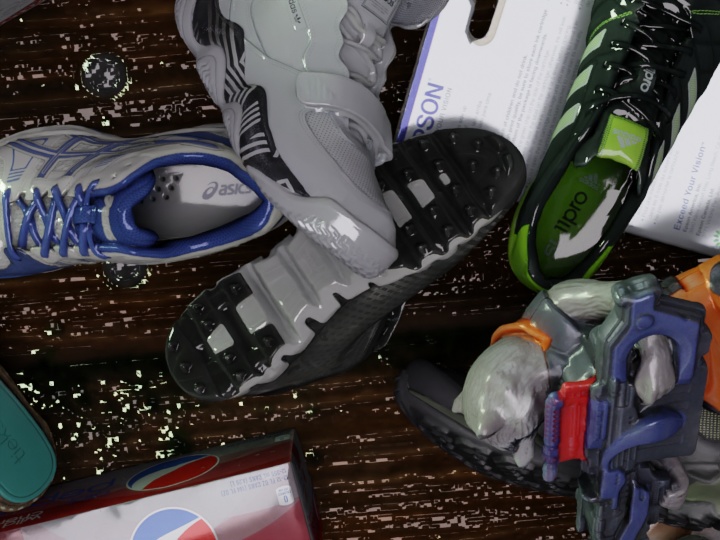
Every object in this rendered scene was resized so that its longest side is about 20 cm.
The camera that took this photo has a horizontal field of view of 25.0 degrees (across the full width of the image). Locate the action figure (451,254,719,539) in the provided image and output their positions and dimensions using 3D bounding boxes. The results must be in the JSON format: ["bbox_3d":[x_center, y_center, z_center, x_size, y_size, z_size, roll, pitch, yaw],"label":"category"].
[{"bbox_3d":[0.131,0.055,0.748,0.193,0.105,0.200,-10,130,-22],"label":"action figure"}]

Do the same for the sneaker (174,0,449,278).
[{"bbox_3d":[-0.008,-0.095,0.750,0.115,0.200,0.075,-38,142,12],"label":"sneaker"}]

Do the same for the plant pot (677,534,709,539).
[{"bbox_3d":[0.212,0.282,0.782,0.200,0.200,0.177,-53,127,-12],"label":"plant pot"}]

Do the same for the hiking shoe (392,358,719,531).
[{"bbox_3d":[0.119,0.066,0.835,0.200,0.076,0.101,16,76,4],"label":"hiking shoe"}]

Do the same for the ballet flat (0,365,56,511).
[{"bbox_3d":[-0.225,0.038,0.814,0.071,0.065,0.200,-38,114,-35],"label":"ballet flat"}]

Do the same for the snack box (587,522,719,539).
[{"bbox_3d":[0.225,0.126,0.859,0.200,0.024,0.072,-29,99,5],"label":"snack box"}]

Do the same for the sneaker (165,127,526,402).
[{"bbox_3d":[0.000,0.000,0.811,0.200,0.090,0.066,-36,69,9],"label":"sneaker"}]

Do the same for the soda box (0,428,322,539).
[{"bbox_3d":[-0.122,0.141,0.841,0.200,0.070,0.063,-14,100,3],"label":"soda box"}]

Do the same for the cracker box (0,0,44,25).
[{"bbox_3d":[-0.218,-0.120,0.733,0.134,0.200,0.058,-28,99,5],"label":"cracker box"}]

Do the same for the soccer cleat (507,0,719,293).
[{"bbox_3d":[0.127,-0.077,0.756,0.067,0.081,0.200,22,99,-3],"label":"soccer cleat"}]

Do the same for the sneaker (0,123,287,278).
[{"bbox_3d":[-0.129,-0.036,0.804,0.200,0.088,0.075,-11,101,3],"label":"sneaker"}]

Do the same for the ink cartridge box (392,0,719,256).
[{"bbox_3d":[0.134,-0.121,0.811,0.200,0.041,0.200,16,100,-2],"label":"ink cartridge box"}]
